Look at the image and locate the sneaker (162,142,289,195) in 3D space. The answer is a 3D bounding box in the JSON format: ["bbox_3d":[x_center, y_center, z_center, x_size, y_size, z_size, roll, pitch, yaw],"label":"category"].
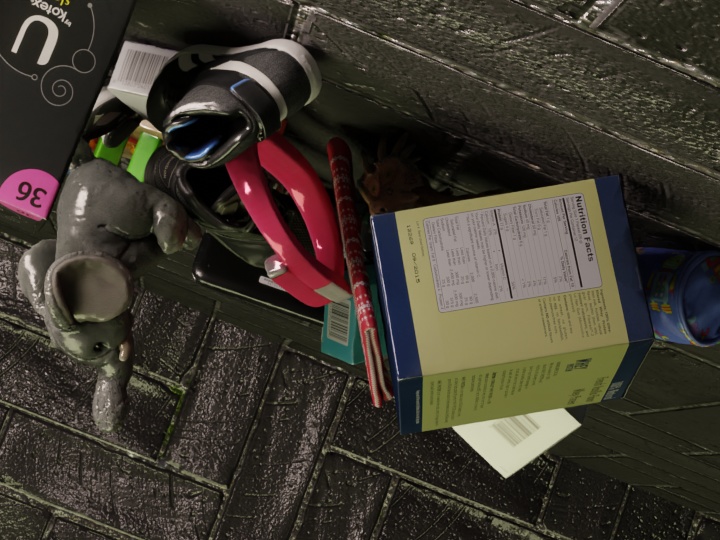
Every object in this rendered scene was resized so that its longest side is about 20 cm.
[{"bbox_3d":[-0.106,-0.083,1.567,0.199,0.074,0.086,35,159,-24],"label":"sneaker"}]

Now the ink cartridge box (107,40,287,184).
[{"bbox_3d":[-0.131,-0.138,1.417,0.108,0.051,0.200,15,170,26],"label":"ink cartridge box"}]

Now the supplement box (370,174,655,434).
[{"bbox_3d":[0.117,0.033,1.268,0.197,0.136,0.200,-9,163,0],"label":"supplement box"}]

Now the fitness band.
[{"bbox_3d":[-0.060,-0.046,1.321,0.037,0.145,0.200,-24,156,13],"label":"fitness band"}]

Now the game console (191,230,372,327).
[{"bbox_3d":[-0.083,-0.009,1.787,0.198,0.178,0.117,18,149,-3],"label":"game console"}]

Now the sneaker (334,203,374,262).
[{"bbox_3d":[0.041,-0.051,1.551,0.198,0.074,0.088,19,142,37],"label":"sneaker"}]

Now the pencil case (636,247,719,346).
[{"bbox_3d":[0.254,0.024,1.377,0.087,0.078,0.199,52,161,-17],"label":"pencil case"}]

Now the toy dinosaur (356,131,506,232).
[{"bbox_3d":[0.033,-0.066,1.368,0.135,0.087,0.200,28,176,-23],"label":"toy dinosaur"}]

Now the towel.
[{"bbox_3d":[0.000,0.000,1.377,0.022,0.202,0.145,-10,147,0],"label":"towel"}]

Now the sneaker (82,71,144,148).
[{"bbox_3d":[-0.254,-0.182,1.460,0.116,0.076,0.200,48,-175,2],"label":"sneaker"}]

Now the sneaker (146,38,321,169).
[{"bbox_3d":[-0.131,-0.124,1.220,0.199,0.112,0.074,-8,118,48],"label":"sneaker"}]

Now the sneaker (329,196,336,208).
[{"bbox_3d":[-0.075,-0.051,1.707,0.198,0.080,0.095,20,176,23],"label":"sneaker"}]

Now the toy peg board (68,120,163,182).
[{"bbox_3d":[-0.281,-0.119,1.720,0.198,0.099,0.199,20,171,11],"label":"toy peg board"}]

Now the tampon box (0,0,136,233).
[{"bbox_3d":[-0.271,-0.152,1.180,0.148,0.202,0.126,22,171,-12],"label":"tampon box"}]

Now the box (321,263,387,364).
[{"bbox_3d":[0.047,0.033,1.603,0.049,0.083,0.199,20,-156,41],"label":"box"}]

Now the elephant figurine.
[{"bbox_3d":[-0.240,0.014,1.396,0.154,0.201,0.142,29,168,12],"label":"elephant figurine"}]

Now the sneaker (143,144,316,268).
[{"bbox_3d":[-0.097,-0.051,1.446,0.198,0.077,0.114,32,173,-30],"label":"sneaker"}]

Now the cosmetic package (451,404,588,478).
[{"bbox_3d":[0.166,0.088,1.471,0.085,0.201,0.107,42,124,-9],"label":"cosmetic package"}]
